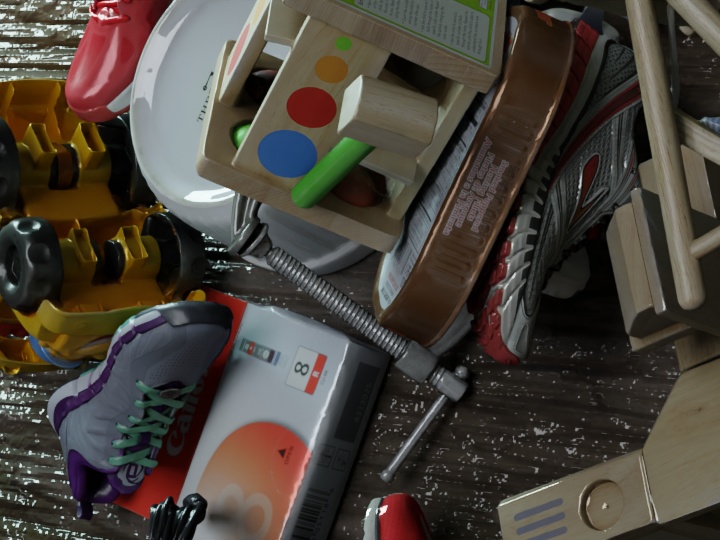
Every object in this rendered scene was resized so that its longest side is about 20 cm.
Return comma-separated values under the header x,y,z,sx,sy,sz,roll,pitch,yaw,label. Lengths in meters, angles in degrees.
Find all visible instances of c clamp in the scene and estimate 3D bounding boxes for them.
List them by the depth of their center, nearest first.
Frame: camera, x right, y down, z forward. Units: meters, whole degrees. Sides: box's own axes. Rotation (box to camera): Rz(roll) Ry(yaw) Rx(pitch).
x,y,z,sx,sy,sz,roll,pitch,yaw,label
0.000,0.000,1.691,0.200,0.027,0.171,42,90,-5,c clamp

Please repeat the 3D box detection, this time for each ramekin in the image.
x,y,z,sx,sy,sz,roll,pitch,yaw,label
-0.053,-0.104,1.784,0.200,0.105,0.200,-13,69,36,ramekin

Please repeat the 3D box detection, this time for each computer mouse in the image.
x,y,z,sx,sy,sz,roll,pitch,yaw,label
-0.140,0.203,1.737,0.046,0.200,0.141,23,73,2,computer mouse

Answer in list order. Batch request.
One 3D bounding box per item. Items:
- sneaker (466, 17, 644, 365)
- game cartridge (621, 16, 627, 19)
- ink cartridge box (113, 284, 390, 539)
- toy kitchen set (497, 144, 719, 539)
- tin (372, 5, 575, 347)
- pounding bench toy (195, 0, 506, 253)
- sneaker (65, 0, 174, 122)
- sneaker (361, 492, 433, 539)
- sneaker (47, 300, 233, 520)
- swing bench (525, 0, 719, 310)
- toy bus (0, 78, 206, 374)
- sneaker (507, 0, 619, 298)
x,y,z,sx,sy,sz,roll,pitch,yaw,label
0.118,-0.039,1.584,0.078,0.082,0.200,151,141,-75,sneaker
0.207,-0.205,1.584,0.200,0.133,0.040,-11,39,37,game cartridge
-0.088,0.096,1.793,0.200,0.050,0.162,19,90,38,ink cartridge box
0.135,0.046,1.546,0.180,0.163,0.200,-24,63,32,toy kitchen set
0.061,-0.053,1.576,0.200,0.042,0.112,-65,15,10,tin
-0.011,-0.088,1.564,0.200,0.124,0.156,-83,19,-53,pounding bench toy
-0.161,-0.204,1.832,0.078,0.116,0.200,13,73,41,sneaker
0.067,0.211,1.628,0.085,0.077,0.200,-32,65,16,sneaker
-0.132,0.089,1.788,0.200,0.074,0.088,-42,52,52,sneaker
0.215,-0.093,1.471,0.130,0.199,0.200,-33,73,28,swing bench
-0.211,0.002,1.875,0.192,0.136,0.200,-58,47,38,toy bus
0.109,-0.090,1.661,0.130,0.079,0.199,-49,42,29,sneaker
